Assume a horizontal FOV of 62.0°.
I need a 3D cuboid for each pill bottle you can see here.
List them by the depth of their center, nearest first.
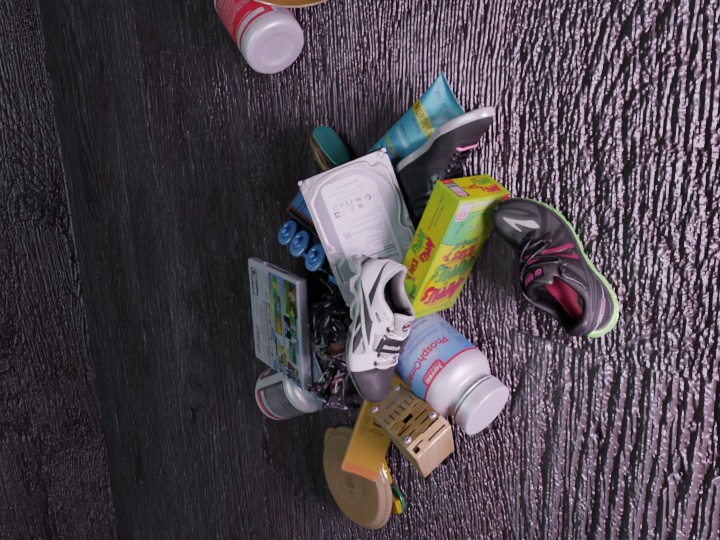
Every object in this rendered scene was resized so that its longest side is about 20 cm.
[{"bbox_3d":[0.111,0.133,0.855,0.200,0.108,0.110,42,130,36],"label":"pill bottle"},{"bbox_3d":[-0.191,-0.458,1.065,0.201,0.112,0.112,58,138,22],"label":"pill bottle"},{"bbox_3d":[-0.118,0.224,1.167,0.200,0.110,0.112,-29,77,51],"label":"pill bottle"}]

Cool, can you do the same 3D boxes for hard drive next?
[{"bbox_3d":[0.007,-0.062,0.883,0.038,0.138,0.202,-88,-22,-76],"label":"hard drive"}]

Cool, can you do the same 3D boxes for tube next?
[{"bbox_3d":[0.071,-0.193,0.870,0.200,0.050,0.078,-36,81,45],"label":"tube"}]

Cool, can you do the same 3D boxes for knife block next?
[{"bbox_3d":[0.099,0.257,0.866,0.176,0.064,0.200,53,169,-18],"label":"knife block"}]

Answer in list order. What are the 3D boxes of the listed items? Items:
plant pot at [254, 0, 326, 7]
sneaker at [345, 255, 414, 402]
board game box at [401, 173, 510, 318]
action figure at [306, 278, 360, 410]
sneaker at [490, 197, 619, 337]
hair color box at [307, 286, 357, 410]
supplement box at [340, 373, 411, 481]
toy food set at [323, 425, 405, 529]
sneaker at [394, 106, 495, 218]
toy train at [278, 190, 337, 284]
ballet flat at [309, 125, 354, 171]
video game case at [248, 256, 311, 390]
[{"bbox_3d":[-0.115,-0.545,0.914,0.186,0.185,0.202,-2,85,51],"label":"plant pot"},{"bbox_3d":[0.031,0.083,0.801,0.088,0.074,0.202,4,98,47],"label":"sneaker"},{"bbox_3d":[0.115,-0.028,0.809,0.048,0.101,0.201,46,132,32],"label":"board game box"},{"bbox_3d":[-0.033,0.116,0.973,0.118,0.101,0.202,8,95,57],"label":"action figure"},{"bbox_3d":[0.218,-0.009,0.699,0.201,0.083,0.077,55,136,25],"label":"sneaker"},{"bbox_3d":[-0.060,0.135,1.077,0.061,0.098,0.202,-41,68,51],"label":"hair color box"},{"bbox_3d":[0.029,0.241,0.983,0.066,0.069,0.202,20,112,3],"label":"supplement box"},{"bbox_3d":[-0.004,0.387,1.120,0.199,0.048,0.200,-28,78,51],"label":"toy food set"},{"bbox_3d":[0.124,-0.135,0.798,0.200,0.070,0.100,-33,74,57],"label":"sneaker"},{"bbox_3d":[-0.061,-0.061,0.999,0.115,0.086,0.200,-56,41,4],"label":"toy train"},{"bbox_3d":[-0.028,-0.153,0.994,0.201,0.067,0.073,55,157,26],"label":"ballet flat"},{"bbox_3d":[-0.146,0.091,1.078,0.182,0.022,0.202,20,117,51],"label":"video game case"}]
